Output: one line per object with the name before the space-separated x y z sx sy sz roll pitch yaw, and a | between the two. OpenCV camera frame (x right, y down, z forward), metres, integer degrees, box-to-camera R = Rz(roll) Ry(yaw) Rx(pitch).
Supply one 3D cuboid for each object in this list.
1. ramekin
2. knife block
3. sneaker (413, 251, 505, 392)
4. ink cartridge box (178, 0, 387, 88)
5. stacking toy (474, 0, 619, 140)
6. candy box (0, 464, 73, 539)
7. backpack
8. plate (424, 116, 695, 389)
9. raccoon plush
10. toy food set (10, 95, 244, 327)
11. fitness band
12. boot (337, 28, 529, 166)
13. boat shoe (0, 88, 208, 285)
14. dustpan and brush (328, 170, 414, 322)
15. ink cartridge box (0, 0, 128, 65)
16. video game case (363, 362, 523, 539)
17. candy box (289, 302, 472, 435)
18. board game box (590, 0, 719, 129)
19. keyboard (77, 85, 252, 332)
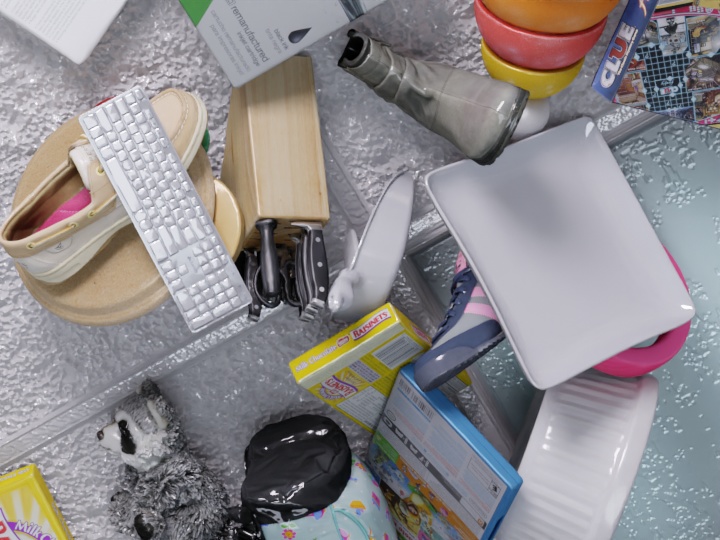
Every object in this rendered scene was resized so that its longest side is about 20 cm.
ramekin | 0.184 0.171 1.649 0.094 0.202 0.203 20 109 3
knife block | -0.063 -0.062 1.545 0.064 0.176 0.200 2 111 -21
sneaker | 0.095 0.028 1.604 0.082 0.200 0.070 50 138 2
ink cartridge box | -0.055 -0.263 1.499 0.200 0.083 0.147 -30 125 3
stacking toy | 0.142 -0.192 1.552 0.146 0.146 0.200 5 126 -5
candy box | -0.307 0.283 1.741 0.102 0.026 0.200 -22 111 2
backpack | -0.029 0.244 1.654 0.126 0.167 0.200 -14 111 15
plate | 0.163 -0.014 1.562 0.199 0.032 0.200 -22 79 -36
raccoon plush | -0.148 0.174 1.706 0.200 0.097 0.134 8 98 -39
toy food set | -0.203 -0.050 1.562 0.200 0.049 0.198 -31 67 13
fitness band | 0.197 0.007 1.612 0.200 0.144 0.037 31 143 -13
boot | 0.049 -0.146 1.514 0.131 0.200 0.068 26 91 -17
boat shoe | -0.207 -0.073 1.498 0.200 0.074 0.069 -46 139 6
dustpan and brush | 0.000 0.000 1.563 0.057 0.200 0.140 19 110 -9
ink cartridge box | -0.242 -0.295 1.520 0.174 0.044 0.200 34 106 -14
video game case | 0.064 0.188 1.642 0.143 0.018 0.200 46 145 21
candy box | 0.021 0.090 1.625 0.102 0.026 0.200 -30 154 9
board game box | 0.298 -0.187 1.552 0.200 0.035 0.136 10 113 -35
keyboard | -0.153 -0.047 1.484 0.056 0.011 0.200 -30 109 -12
